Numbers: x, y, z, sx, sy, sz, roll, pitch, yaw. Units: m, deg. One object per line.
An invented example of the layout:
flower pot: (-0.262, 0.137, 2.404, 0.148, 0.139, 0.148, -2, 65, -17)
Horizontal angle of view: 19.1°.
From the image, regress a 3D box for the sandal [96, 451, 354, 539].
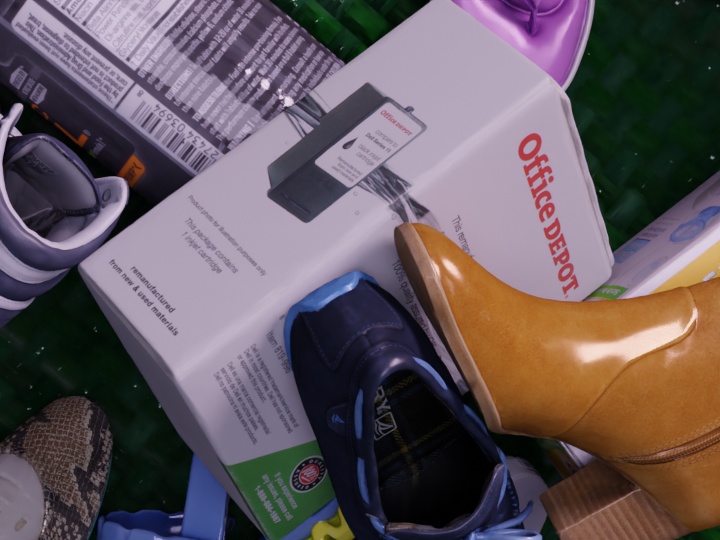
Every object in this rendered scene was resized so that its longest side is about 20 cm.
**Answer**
sandal: (-0.046, 0.103, 0.988, 0.200, 0.079, 0.087, -44, 92, -4)

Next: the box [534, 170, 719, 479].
box: (0.168, 0.025, 0.987, 0.200, 0.112, 0.101, -37, 96, -2)

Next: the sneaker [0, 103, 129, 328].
sneaker: (-0.154, -0.046, 0.908, 0.070, 0.200, 0.108, 34, 120, -29)

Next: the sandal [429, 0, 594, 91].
sandal: (0.076, -0.177, 1.002, 0.082, 0.050, 0.203, 4, 92, -6)

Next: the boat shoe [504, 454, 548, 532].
boat shoe: (0.005, 0.155, 0.980, 0.200, 0.057, 0.069, -43, 136, -22)

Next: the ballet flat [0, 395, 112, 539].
ballet flat: (-0.178, 0.146, 0.971, 0.068, 0.075, 0.200, 26, 90, 31)

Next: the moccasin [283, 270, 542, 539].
moccasin: (0.022, 0.089, 0.875, 0.080, 0.068, 0.200, -37, 132, -3)

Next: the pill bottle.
pill bottle: (-0.109, -0.109, 0.958, 0.200, 0.106, 0.106, 39, 88, -5)

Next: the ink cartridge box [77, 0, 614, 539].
ink cartridge box: (0.000, 0.000, 0.919, 0.200, 0.147, 0.083, -37, 53, -11)

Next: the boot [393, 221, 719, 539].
boot: (0.114, 0.026, 0.873, 0.144, 0.071, 0.201, -32, 120, 3)
